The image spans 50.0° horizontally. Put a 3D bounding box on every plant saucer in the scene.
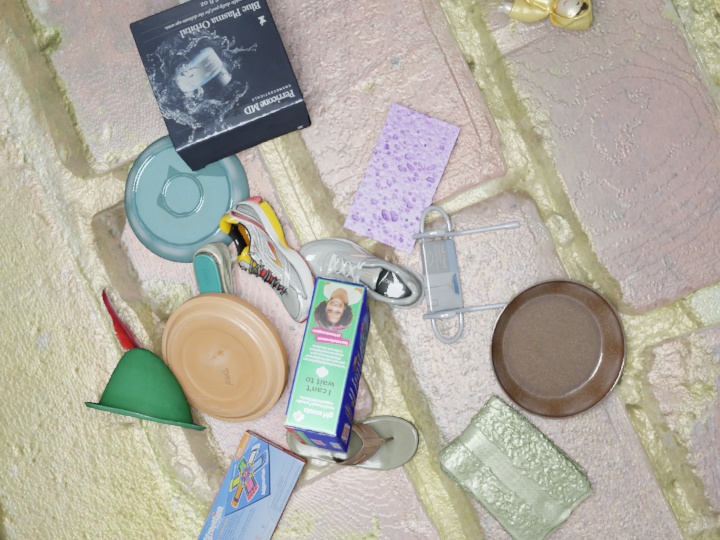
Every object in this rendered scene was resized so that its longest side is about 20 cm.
[{"bbox_3d":[-0.201,0.131,1.118,0.197,0.032,0.203,7,113,16],"label":"plant saucer"},{"bbox_3d":[0.281,0.111,1.114,0.197,0.037,0.204,0,93,-1],"label":"plant saucer"},{"bbox_3d":[-0.268,-0.113,1.173,0.197,0.027,0.204,0,88,5],"label":"plant saucer"}]

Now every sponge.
[{"bbox_3d":[0.062,-0.137,1.148,0.110,0.030,0.203,22,90,4],"label":"sponge"}]

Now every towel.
[{"bbox_3d":[0.224,0.294,1.123,0.200,0.036,0.149,43,91,4],"label":"towel"}]

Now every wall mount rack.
[{"bbox_3d":[0.157,0.001,1.118,0.172,0.074,0.203,-7,89,-37],"label":"wall mount rack"}]

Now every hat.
[{"bbox_3d":[-0.300,0.123,1.114,0.197,0.166,0.179,15,77,-12],"label":"hat"}]

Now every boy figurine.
[{"bbox_3d":[0.253,-0.415,1.126,0.200,0.064,0.124,44,89,7],"label":"boy figurine"}]

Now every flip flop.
[{"bbox_3d":[-0.013,0.250,1.129,0.197,0.058,0.083,5,89,4],"label":"flip flop"}]

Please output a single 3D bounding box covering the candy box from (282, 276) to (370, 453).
[{"bbox_3d":[-0.040,0.134,1.055,0.076,0.169,0.203,8,70,6],"label":"candy box"}]

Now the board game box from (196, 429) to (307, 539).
[{"bbox_3d":[-0.165,0.350,1.149,0.102,0.019,0.202,25,96,3],"label":"board game box"}]

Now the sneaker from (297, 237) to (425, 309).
[{"bbox_3d":[0.000,0.000,1.118,0.197,0.092,0.077,16,90,5],"label":"sneaker"}]

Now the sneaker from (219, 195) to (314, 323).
[{"bbox_3d":[-0.137,-0.008,1.124,0.082,0.078,0.201,-27,78,-41],"label":"sneaker"}]

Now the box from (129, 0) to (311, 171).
[{"bbox_3d":[-0.197,-0.280,1.114,0.194,0.117,0.203,-22,84,-2],"label":"box"}]

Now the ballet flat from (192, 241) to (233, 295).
[{"bbox_3d":[-0.204,0.055,1.142,0.066,0.062,0.203,6,112,17],"label":"ballet flat"}]
